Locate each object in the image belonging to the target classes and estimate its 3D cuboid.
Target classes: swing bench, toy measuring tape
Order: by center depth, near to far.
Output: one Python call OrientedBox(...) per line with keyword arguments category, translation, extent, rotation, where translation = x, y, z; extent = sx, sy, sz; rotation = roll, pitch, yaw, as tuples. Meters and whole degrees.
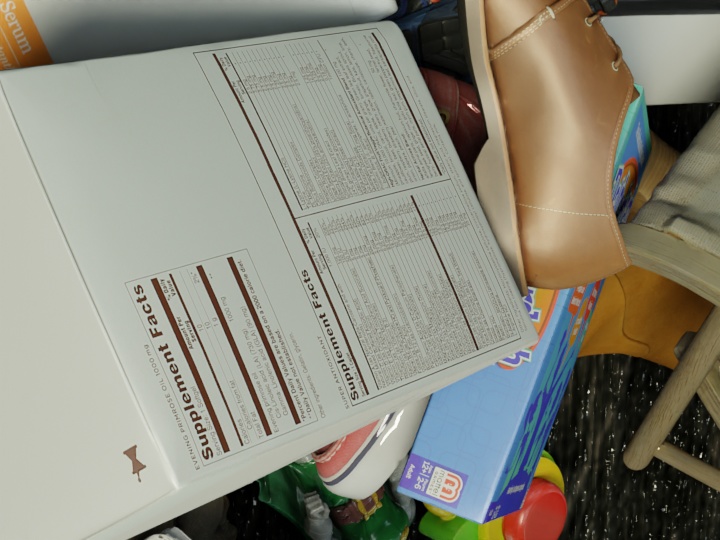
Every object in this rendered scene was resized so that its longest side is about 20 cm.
OrientedBox(category="swing bench", translation=(0.228, 0.000, 0.805), extent=(0.199, 0.129, 0.200), rotation=(-49, 149, -25))
OrientedBox(category="toy measuring tape", translation=(0.101, 0.138, 0.912), extent=(0.200, 0.073, 0.074), rotation=(29, 86, -45))

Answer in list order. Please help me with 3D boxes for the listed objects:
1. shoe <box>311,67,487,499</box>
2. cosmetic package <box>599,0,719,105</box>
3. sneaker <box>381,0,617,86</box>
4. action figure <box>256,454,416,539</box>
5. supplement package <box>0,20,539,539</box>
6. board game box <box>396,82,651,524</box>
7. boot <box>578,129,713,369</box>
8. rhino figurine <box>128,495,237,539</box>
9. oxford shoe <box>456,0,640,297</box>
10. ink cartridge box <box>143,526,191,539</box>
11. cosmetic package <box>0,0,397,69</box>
OrientedBox(category="shoe", translation=(0.000, 0.000, 0.747), extent=(0.091, 0.071, 0.201), rotation=(23, 90, -24))
OrientedBox(category="cosmetic package", translation=(0.178, -0.120, 0.878), extent=(0.199, 0.082, 0.051), rotation=(-6, 106, -31))
OrientedBox(category="sneaker", translation=(0.045, -0.122, 0.798), extent=(0.200, 0.078, 0.075), rotation=(-33, 125, -2))
OrientedBox(category="action figure", translation=(-0.012, 0.098, 0.833), extent=(0.118, 0.055, 0.201), rotation=(-39, 125, -22))
OrientedBox(category="supplement package", translation=(-0.081, 0.018, 0.624), extent=(0.200, 0.191, 0.148), rotation=(-17, 80, -49))
OrientedBox(category="board game box", translation=(0.083, 0.015, 0.763), extent=(0.152, 0.045, 0.201), rotation=(23, 86, -77))
OrientedBox(category="boot", translation=(0.145, 0.031, 0.908), extent=(0.144, 0.071, 0.202), rotation=(38, 85, -40))
OrientedBox(category="rhino figurine", translation=(-0.142, 0.137, 0.749), extent=(0.199, 0.060, 0.088), rotation=(-26, 122, -28))
OrientedBox(category="oxford shoe", translation=(0.074, -0.091, 0.656), extent=(0.071, 0.071, 0.201), rotation=(-7, 102, 7))
OrientedBox(category="ink cartridge box", translation=(-0.087, 0.227, 0.750), extent=(0.146, 0.085, 0.200), rotation=(-43, 145, -13))
OrientedBox(category="cosmetic package", translation=(-0.098, -0.117, 0.663), extent=(0.199, 0.071, 0.102), rotation=(-25, 116, -3))
